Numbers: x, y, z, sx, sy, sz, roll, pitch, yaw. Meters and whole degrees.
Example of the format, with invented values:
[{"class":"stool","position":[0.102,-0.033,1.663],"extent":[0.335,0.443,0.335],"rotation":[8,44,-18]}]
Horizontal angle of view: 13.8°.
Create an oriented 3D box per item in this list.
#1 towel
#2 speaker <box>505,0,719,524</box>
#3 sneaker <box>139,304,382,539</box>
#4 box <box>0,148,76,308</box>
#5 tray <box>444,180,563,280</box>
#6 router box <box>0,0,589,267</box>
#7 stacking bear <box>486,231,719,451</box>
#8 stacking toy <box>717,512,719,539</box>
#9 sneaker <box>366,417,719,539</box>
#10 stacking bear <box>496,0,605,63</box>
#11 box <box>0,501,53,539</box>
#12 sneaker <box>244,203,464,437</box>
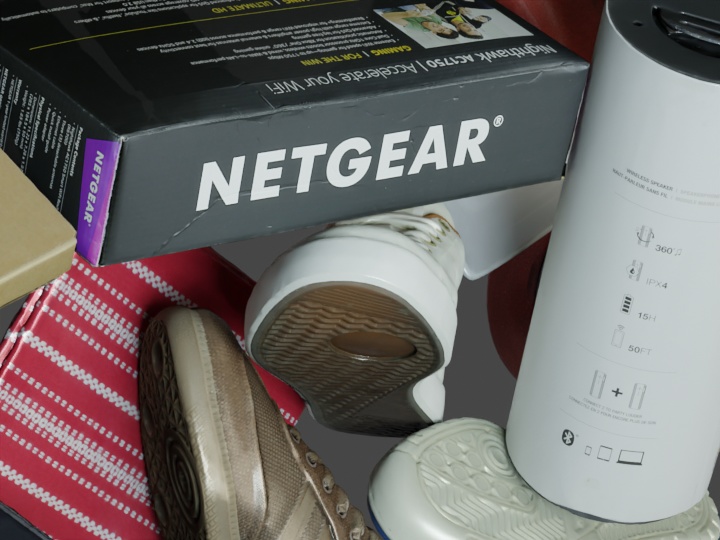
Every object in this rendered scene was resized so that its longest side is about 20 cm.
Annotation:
[{"class":"towel","position":[-0.099,0.077,1.092],"extent":[0.145,0.022,0.200],"rotation":[37,79,-42]},{"class":"speaker","position":[0.107,-0.008,1.058],"extent":[0.081,0.081,0.200],"rotation":[-21,137,-34]},{"class":"sneaker","position":[-0.025,0.103,1.077],"extent":[0.075,0.070,0.201],"rotation":[-16,101,-20]},{"class":"box","position":[-0.212,-0.017,0.889],"extent":[0.200,0.164,0.021],"rotation":[-30,154,-30]},{"class":"tray","position":[0.084,-0.089,1.182],"extent":[0.200,0.022,0.108],"rotation":[-35,100,-28]},{"class":"router box","position":[-0.045,-0.070,1.007],"extent":[0.200,0.149,0.051],"rotation":[-11,125,-37]},{"class":"stacking bear","position":[0.154,0.021,1.170],"extent":[0.114,0.200,0.122],"rotation":[-44,126,-22]},{"class":"stacking toy","position":[0.207,0.080,1.318],"extent":[0.085,0.085,0.200],"rotation":[24,81,-41]},{"class":"sneaker","position":[0.048,0.116,1.161],"extent":[0.111,0.077,0.200],"rotation":[-42,156,27]},{"class":"stacking bear","position":[0.130,-0.166,1.138],"extent":[0.122,0.114,0.200],"rotation":[56,48,-37]},{"class":"box","position":[-0.135,0.222,1.023],"extent":[0.200,0.117,0.197],"rotation":[-41,129,-19]},{"class":"sneaker","position":[0.000,0.000,1.056],"extent":[0.200,0.073,0.085],"rotation":[85,11,-76]}]
